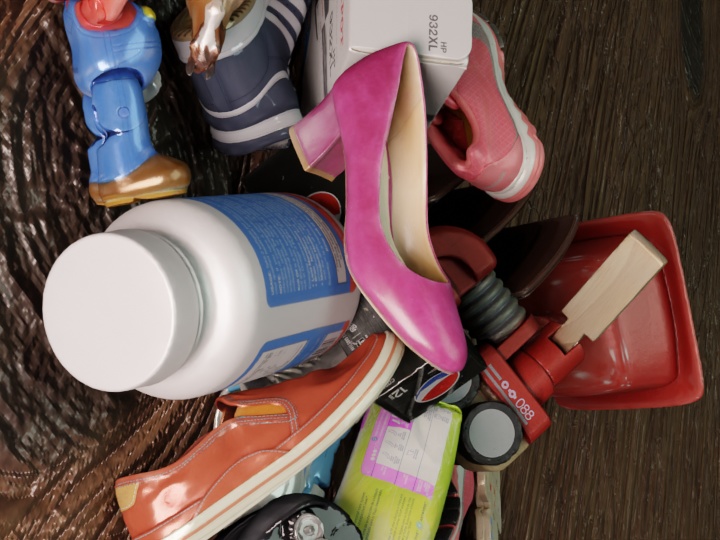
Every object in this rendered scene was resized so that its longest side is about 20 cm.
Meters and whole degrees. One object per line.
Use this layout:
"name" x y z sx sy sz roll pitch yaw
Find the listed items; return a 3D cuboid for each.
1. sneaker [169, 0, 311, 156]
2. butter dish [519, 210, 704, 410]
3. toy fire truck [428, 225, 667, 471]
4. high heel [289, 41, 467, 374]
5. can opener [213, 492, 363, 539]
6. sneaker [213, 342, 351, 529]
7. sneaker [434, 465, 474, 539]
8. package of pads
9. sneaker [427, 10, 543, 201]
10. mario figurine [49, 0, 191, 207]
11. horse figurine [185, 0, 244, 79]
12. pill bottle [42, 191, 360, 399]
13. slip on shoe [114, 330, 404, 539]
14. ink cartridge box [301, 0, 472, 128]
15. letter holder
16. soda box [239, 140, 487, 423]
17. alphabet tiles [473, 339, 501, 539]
"sneaker" -0.065 -0.152 0.929 0.200 0.070 0.109 -62 140 -55
"butter dish" 0.219 0.055 1.358 0.148 0.199 0.200 -13 92 -41
"toy fire truck" 0.107 0.028 1.000 0.200 0.129 0.176 -39 93 -17
"high heel" 0.035 -0.040 0.811 0.067 0.096 0.200 18 40 -54
"can opener" -0.078 0.183 0.736 0.200 0.079 0.063 -30 85 -40
"sneaker" -0.050 0.088 0.876 0.087 0.075 0.200 56 34 -31
"sneaker" 0.063 0.189 1.071 0.200 0.074 0.087 -73 147 -42
"package of pads" 0.008 0.192 0.887 0.200 0.068 0.155 -69 173 -48
"sneaker" 0.075 -0.149 1.067 0.087 0.074 0.200 7 50 -48
"mario figurine" -0.124 -0.141 0.749 0.106 0.123 0.200 -22 106 -51
"horse figurine" -0.095 -0.206 0.820 0.050 0.200 0.133 6 113 -29
"pill bottle" -0.088 0.012 0.771 0.200 0.112 0.112 -9 90 -66
"slip on shoe" -0.055 0.091 0.777 0.200 0.074 0.061 -35 87 -21
"ink cartridge box" 0.013 -0.173 0.958 0.200 0.084 0.145 125 -32 -69
"letter holder" 0.096 -0.045 1.141 0.200 0.142 0.101 -44 121 -60
"soda box" 0.000 0.000 0.899 0.200 0.071 0.063 57 7 29
"alphabet tiles" 0.111 0.160 1.199 0.196 0.015 0.200 65 24 -68
